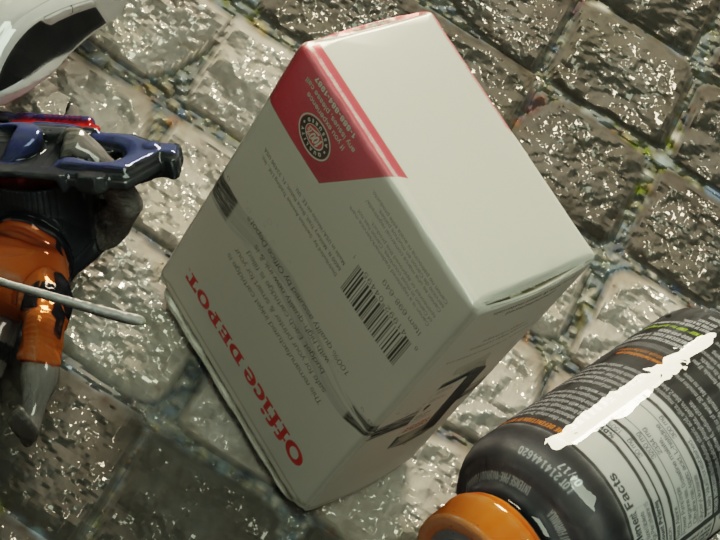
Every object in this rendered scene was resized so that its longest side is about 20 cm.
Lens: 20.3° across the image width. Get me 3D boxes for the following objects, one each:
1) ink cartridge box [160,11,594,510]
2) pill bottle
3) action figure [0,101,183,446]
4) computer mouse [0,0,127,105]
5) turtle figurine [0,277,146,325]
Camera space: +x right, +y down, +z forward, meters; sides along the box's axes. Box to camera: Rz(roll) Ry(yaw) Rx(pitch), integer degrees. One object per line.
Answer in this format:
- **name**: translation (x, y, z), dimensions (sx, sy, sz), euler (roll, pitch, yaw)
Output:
- **ink cartridge box**: translation (0.000, 0.000, 0.944), dimensions (0.084, 0.200, 0.146), euler (-20, 70, -38)
- **pill bottle**: translation (0.119, 0.105, 0.992), dimensions (0.199, 0.106, 0.107), euler (-29, 75, -34)
- **action figure**: translation (-0.187, -0.010, 0.958), dimensions (0.198, 0.105, 0.194), euler (11, 45, 18)
- **computer mouse**: translation (-0.156, -0.145, 1.024), dimensions (0.109, 0.044, 0.200), euler (14, 40, 25)
- **turtle figurine**: translation (-0.221, 0.033, 0.807), dimensions (0.192, 0.200, 0.145), euler (13, 75, 20)
